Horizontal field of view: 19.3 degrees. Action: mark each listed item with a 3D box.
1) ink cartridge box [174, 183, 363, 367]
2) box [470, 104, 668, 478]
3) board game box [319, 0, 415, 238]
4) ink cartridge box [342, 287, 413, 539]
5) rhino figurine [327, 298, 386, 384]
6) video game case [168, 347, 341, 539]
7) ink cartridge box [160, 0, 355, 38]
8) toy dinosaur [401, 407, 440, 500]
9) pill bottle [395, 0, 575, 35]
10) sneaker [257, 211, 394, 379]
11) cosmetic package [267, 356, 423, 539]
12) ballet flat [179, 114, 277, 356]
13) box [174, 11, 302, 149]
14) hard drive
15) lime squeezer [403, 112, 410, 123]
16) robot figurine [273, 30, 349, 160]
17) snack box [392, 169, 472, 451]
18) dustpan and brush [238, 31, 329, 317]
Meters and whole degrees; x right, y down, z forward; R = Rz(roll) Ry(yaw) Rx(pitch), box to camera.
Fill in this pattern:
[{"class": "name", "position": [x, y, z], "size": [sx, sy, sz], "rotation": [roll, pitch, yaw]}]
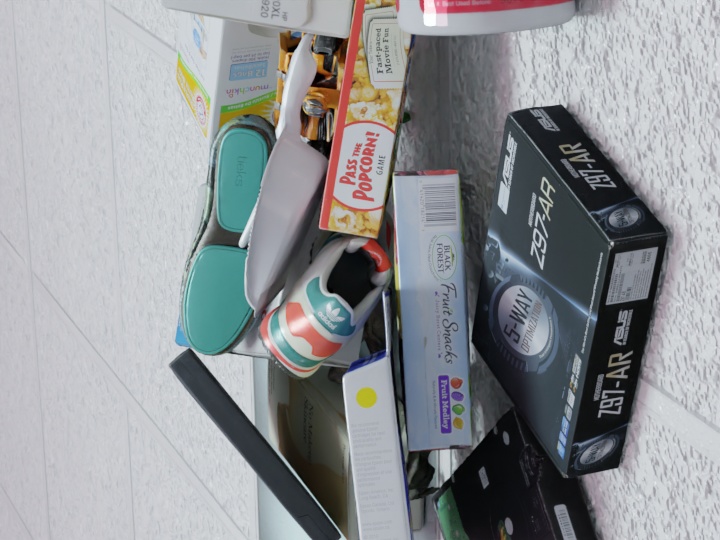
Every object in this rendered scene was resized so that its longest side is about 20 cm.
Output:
[{"class": "ink cartridge box", "position": [-0.070, 0.002, 1.775], "size": [0.200, 0.084, 0.145], "rotation": [3, 83, 62]}, {"class": "box", "position": [0.137, 0.013, 1.436], "size": [0.160, 0.043, 0.200], "rotation": [-122, 30, -47]}, {"class": "board game box", "position": [0.012, -0.136, 1.571], "size": [0.152, 0.046, 0.200], "rotation": [-73, -8, -79]}, {"class": "ink cartridge box", "position": [0.011, 0.115, 1.542], "size": [0.198, 0.047, 0.200], "rotation": [8, -105, -88]}, {"class": "rhino figurine", "position": [-0.023, 0.019, 1.841], "size": [0.200, 0.060, 0.088], "rotation": [-124, 30, -52]}, {"class": "video game case", "position": [-0.092, 0.150, 1.812], "size": [0.200, 0.025, 0.181], "rotation": [51, 175, -1]}, {"class": "ink cartridge box", "position": [-0.059, -0.291, 1.589], "size": [0.200, 0.144, 0.147], "rotation": [-79, -3, -56]}, {"class": "toy dinosaur", "position": [0.042, 0.155, 1.700], "size": [0.088, 0.047, 0.200], "rotation": [-44, -29, -74]}, {"class": "pill bottle", "position": [0.077, -0.258, 1.383], "size": [0.120, 0.119, 0.200], "rotation": [-156, 60, -66]}, {"class": "sneaker", "position": [0.000, 0.000, 1.601], "size": [0.070, 0.200, 0.093], "rotation": [46, 129, -9]}, {"class": "cosmetic package", "position": [-0.015, 0.143, 1.849], "size": [0.200, 0.071, 0.105], "rotation": [-136, 41, -59]}, {"class": "ballet flat", "position": [-0.097, -0.030, 1.686], "size": [0.074, 0.074, 0.200], "rotation": [48, 127, 56]}, {"class": "box", "position": [-0.090, -0.217, 1.845], "size": [0.200, 0.112, 0.101], "rotation": [101, 151, -42]}, {"class": "hard drive", "position": [0.116, 0.197, 1.576], "size": [0.200, 0.038, 0.140], "rotation": [122, 136, -59]}, {"class": "lime squeezer", "position": [-0.011, -0.112, 1.787], "size": [0.200, 0.038, 0.071], "rotation": [129, 129, -62]}, {"class": "robot figurine", "position": [-0.031, -0.175, 1.688], "size": [0.200, 0.058, 0.145], "rotation": [-76, -7, -57]}, {"class": "snack box", "position": [0.053, 0.027, 1.568], "size": [0.142, 0.053, 0.200], "rotation": [-11, -81, -87]}, {"class": "dustpan and brush", "position": [-0.054, -0.077, 1.583], "size": [0.140, 0.057, 0.200], "rotation": [-52, -14, -77]}]
